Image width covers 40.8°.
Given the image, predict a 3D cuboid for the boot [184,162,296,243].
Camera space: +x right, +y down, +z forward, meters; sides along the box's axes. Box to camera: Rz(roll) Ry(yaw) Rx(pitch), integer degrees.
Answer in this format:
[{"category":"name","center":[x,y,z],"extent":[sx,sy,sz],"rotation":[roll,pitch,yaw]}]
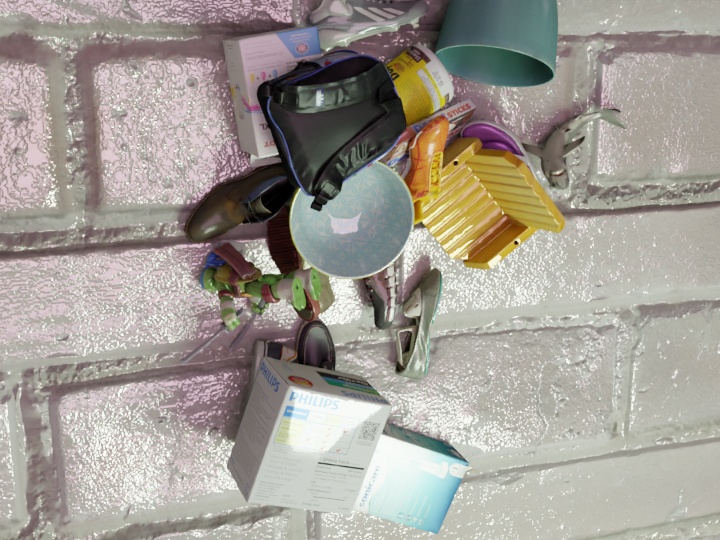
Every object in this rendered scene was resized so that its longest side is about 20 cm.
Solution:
[{"category":"boot","center":[-0.187,-0.105,1.528],"extent":[0.199,0.097,0.075],"rotation":[-36,112,-9]}]

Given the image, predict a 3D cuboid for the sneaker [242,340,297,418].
[{"category":"sneaker","center":[-0.153,0.222,1.628],"extent":[0.078,0.078,0.203],"rotation":[9,98,-15]}]

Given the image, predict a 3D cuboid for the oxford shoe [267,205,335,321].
[{"category":"oxford shoe","center":[-0.097,-0.021,1.609],"extent":[0.074,0.070,0.202],"rotation":[-30,112,-39]}]

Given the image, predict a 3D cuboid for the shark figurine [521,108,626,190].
[{"category":"shark figurine","center":[0.373,-0.217,1.729],"extent":[0.215,0.127,0.090],"rotation":[-47,140,-22]}]

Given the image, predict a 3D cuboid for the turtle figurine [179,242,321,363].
[{"category":"turtle figurine","center":[-0.164,0.061,1.542],"extent":[0.144,0.191,0.203],"rotation":[38,52,-59]}]

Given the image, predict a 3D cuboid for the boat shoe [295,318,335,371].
[{"category":"boat shoe","center":[-0.068,0.183,1.657],"extent":[0.072,0.063,0.203],"rotation":[-6,105,-19]}]

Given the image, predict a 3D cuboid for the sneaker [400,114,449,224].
[{"category":"sneaker","center":[0.108,-0.160,1.551],"extent":[0.073,0.077,0.201],"rotation":[-27,149,-38]}]

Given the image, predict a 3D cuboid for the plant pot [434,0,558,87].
[{"category":"plant pot","center":[0.227,-0.405,1.561],"extent":[0.198,0.200,0.163],"rotation":[12,85,-22]}]

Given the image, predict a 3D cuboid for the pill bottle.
[{"category":"pill bottle","center":[0.046,-0.267,1.566],"extent":[0.199,0.109,0.110],"rotation":[-38,112,-8]}]

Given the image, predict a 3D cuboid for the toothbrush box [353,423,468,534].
[{"category":"toothbrush box","center":[0.072,0.368,1.740],"extent":[0.198,0.085,0.148],"rotation":[20,96,-23]}]

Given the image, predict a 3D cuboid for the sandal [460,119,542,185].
[{"category":"sandal","center":[0.251,-0.184,1.670],"extent":[0.082,0.050,0.202],"rotation":[-31,123,32]}]

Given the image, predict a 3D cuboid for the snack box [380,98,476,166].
[{"category":"snack box","center":[0.105,-0.222,1.582],"extent":[0.199,0.072,0.024],"rotation":[-30,75,-36]}]

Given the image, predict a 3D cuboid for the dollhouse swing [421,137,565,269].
[{"category":"dollhouse swing","center":[0.207,-0.096,1.615],"extent":[0.181,0.176,0.200],"rotation":[-39,113,4]}]

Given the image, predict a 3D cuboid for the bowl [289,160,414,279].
[{"category":"bowl","center":[-0.021,-0.099,1.546],"extent":[0.197,0.108,0.203],"rotation":[-4,113,-9]}]

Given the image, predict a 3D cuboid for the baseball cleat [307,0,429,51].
[{"category":"baseball cleat","center":[0.013,-0.420,1.541],"extent":[0.198,0.070,0.108],"rotation":[-22,110,-14]}]

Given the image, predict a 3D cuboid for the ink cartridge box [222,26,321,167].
[{"category":"ink cartridge box","center":[-0.125,-0.265,1.497],"extent":[0.127,0.125,0.203],"rotation":[-14,106,-16]}]

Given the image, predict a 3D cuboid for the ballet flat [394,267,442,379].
[{"category":"ballet flat","center":[0.098,0.093,1.696],"extent":[0.063,0.067,0.203],"rotation":[7,100,-14]}]

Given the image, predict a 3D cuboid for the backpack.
[{"category":"backpack","center":[-0.038,-0.221,1.391],"extent":[0.189,0.154,0.202],"rotation":[-25,120,-8]}]

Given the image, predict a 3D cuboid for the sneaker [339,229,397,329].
[{"category":"sneaker","center":[0.000,0.000,1.641],"extent":[0.114,0.076,0.203],"rotation":[-1,93,-14]}]

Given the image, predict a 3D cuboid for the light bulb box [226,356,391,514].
[{"category":"light bulb box","center":[-0.085,0.267,1.562],"extent":[0.196,0.125,0.202],"rotation":[15,101,-30]}]
